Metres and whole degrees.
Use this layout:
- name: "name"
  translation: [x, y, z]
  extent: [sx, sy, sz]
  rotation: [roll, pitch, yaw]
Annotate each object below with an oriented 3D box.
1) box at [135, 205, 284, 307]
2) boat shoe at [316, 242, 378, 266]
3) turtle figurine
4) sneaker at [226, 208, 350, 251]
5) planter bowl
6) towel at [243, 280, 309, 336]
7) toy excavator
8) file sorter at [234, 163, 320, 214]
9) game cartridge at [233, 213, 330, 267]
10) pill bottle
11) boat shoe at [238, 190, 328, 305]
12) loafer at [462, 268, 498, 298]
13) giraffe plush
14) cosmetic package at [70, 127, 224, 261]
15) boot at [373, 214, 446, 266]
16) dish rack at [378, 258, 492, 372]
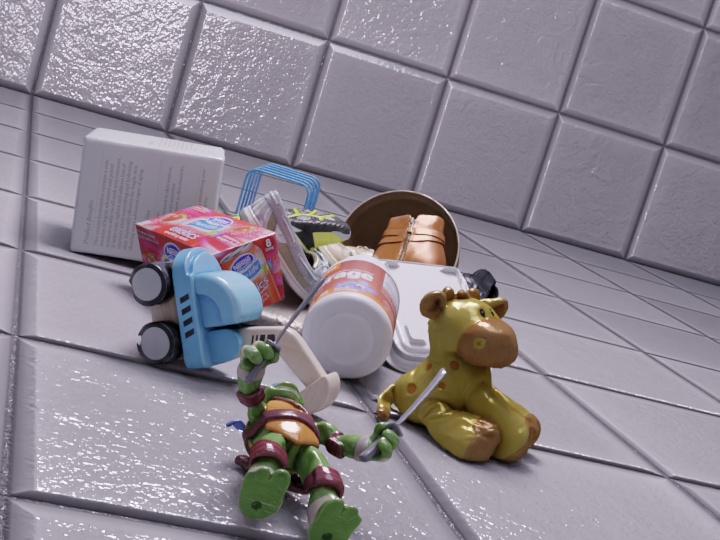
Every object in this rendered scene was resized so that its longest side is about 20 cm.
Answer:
- name: "box"
  translation: [-0.196, -0.013, 1.574]
  extent: [0.099, 0.096, 0.200]
  rotation: [-20, 25, -33]
- name: "boat shoe"
  translation: [0.000, 0.000, 1.788]
  extent: [0.200, 0.065, 0.072]
  rotation: [46, -8, 31]
- name: "turtle figurine"
  translation: [-0.036, 0.119, 1.010]
  extent: [0.199, 0.144, 0.194]
  rotation: [-23, 28, 9]
- name: "sneaker"
  translation: [-0.112, -0.041, 1.701]
  extent: [0.199, 0.077, 0.075]
  rotation: [-4, 17, -11]
- name: "planter bowl"
  translation: [0.069, -0.011, 1.974]
  extent: [0.200, 0.201, 0.135]
  rotation: [20, -17, 19]
- name: "towel"
  translation: [-0.128, 0.043, 1.669]
  extent: [0.132, 0.035, 0.200]
  rotation: [17, 16, -1]
- name: "toy excavator"
  translation: [-0.131, 0.066, 1.314]
  extent: [0.199, 0.195, 0.100]
  rotation: [-9, -1, 21]
- name: "file sorter"
  translation: [-0.161, -0.135, 2.409]
  extent: [0.138, 0.123, 0.200]
  rotation: [18, 9, 2]
- name: "game cartridge"
  translation: [-0.109, -0.016, 1.805]
  extent: [0.200, 0.042, 0.133]
  rotation: [27, -22, 37]
- name: "pill bottle"
  translation: [-0.008, 0.050, 1.551]
  extent: [0.112, 0.113, 0.200]
  rotation: [17, 19, -1]
- name: "boat shoe"
  translation: [-0.084, -0.022, 1.637]
  extent: [0.202, 0.065, 0.074]
  rotation: [51, 6, -31]
- name: "loafer"
  translation: [0.225, 0.040, 2.286]
  extent: [0.070, 0.068, 0.200]
  rotation: [39, 12, 12]
- name: "giraffe plush"
  translation: [0.121, 0.106, 1.384]
  extent: [0.199, 0.163, 0.172]
  rotation: [21, 10, 19]
- name: "cosmetic package"
  translation: [-0.308, -0.108, 1.786]
  extent: [0.199, 0.168, 0.166]
  rotation: [9, 10, -8]
- name: "boot"
  translation: [0.035, -0.014, 1.877]
  extent: [0.199, 0.155, 0.074]
  rotation: [3, -27, 10]
- name: "dish rack"
  translation: [0.096, 0.057, 1.689]
  extent: [0.171, 0.044, 0.200]
  rotation: [7, 44, -25]
